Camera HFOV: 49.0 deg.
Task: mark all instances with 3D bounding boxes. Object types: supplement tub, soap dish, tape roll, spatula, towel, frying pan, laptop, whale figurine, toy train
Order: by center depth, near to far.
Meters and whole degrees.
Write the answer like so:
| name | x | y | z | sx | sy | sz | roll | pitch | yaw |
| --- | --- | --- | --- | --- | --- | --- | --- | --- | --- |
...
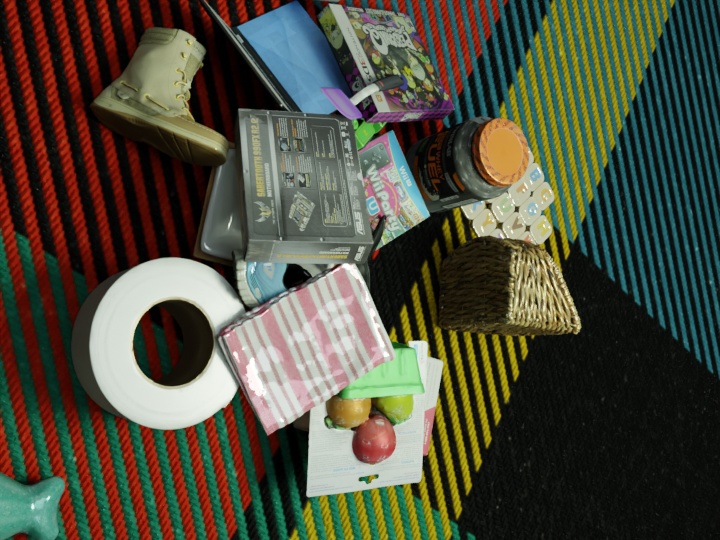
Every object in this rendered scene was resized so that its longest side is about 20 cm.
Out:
| name | x | y | z | sx | sy | sz | roll | pitch | yaw |
| --- | --- | --- | --- | --- | --- | --- | --- | --- | --- |
| whale figurine | -0.436 | 0.272 | 0.893 | 0.196 | 0.103 | 0.163 | 12 | 79 | -28 |
| towel | -0.063 | 0.094 | 0.983 | 0.197 | 0.030 | 0.149 | -29 | 103 | -12 |
| tape roll | -0.253 | 0.091 | 0.996 | 0.199 | 0.138 | 0.208 | 3 | 83 | -29 |
| soap dish | -0.115 | -0.075 | 1.079 | 0.195 | 0.081 | 0.161 | 14 | 96 | -8 |
| spatula | 0.012 | -0.246 | 1.089 | 0.057 | 0.021 | 0.199 | 49 | 41 | 5 |
| laptop | -0.101 | -0.310 | 1.105 | 0.115 | 0.200 | 0.188 | -39 | 82 | 5 |
| frying pan | -0.005 | -0.003 | 1.116 | 0.115 | 0.030 | 0.195 | 39 | 59 | -68 |
| toy train | 0.020 | -0.244 | 1.206 | 0.057 | 0.041 | 0.201 | 53 | 42 | -17 |
| supplement tub | 0.161 | -0.164 | 1.222 | 0.120 | 0.199 | 0.126 | 3 | 83 | -29 |

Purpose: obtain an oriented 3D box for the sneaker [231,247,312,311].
| name | x | y | z | sx | sy | sz | roll | pitch | yaw |
| --- | --- | --- | --- | --- | --- | --- | --- | --- | --- |
| sneaker | -0.100 | 0.039 | 1.031 | 0.088 | 0.201 | 0.080 | -16 | 55 | 2 |

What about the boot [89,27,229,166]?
| name | x | y | z | sx | sy | sz | roll | pitch | yaw |
| --- | --- | --- | --- | --- | --- | --- | --- | --- | --- |
| boot | -0.235 | -0.232 | 1.037 | 0.196 | 0.073 | 0.158 | 21 | 68 | 15 |

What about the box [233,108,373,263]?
| name | x | y | z | sx | sy | sz | roll | pitch | yaw |
| --- | --- | --- | --- | --- | --- | --- | --- | --- | --- |
| box | -0.075 | -0.107 | 0.990 | 0.154 | 0.049 | 0.204 | 0 | 60 | -17 |

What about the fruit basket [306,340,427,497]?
| name | x | y | z | sx | sy | sz | roll | pitch | yaw |
| --- | --- | --- | --- | --- | --- | --- | --- | --- | --- |
| fruit basket | 0.009 | 0.199 | 1.085 | 0.181 | 0.093 | 0.205 | 0 | 101 | -27 |

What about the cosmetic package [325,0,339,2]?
| name | x | y | z | sx | sy | sz | roll | pitch | yaw |
| --- | --- | --- | --- | --- | --- | --- | --- | --- | --- |
| cosmetic package | -0.082 | -0.520 | 1.130 | 0.164 | 0.165 | 0.205 | -7 | 85 | -29 |

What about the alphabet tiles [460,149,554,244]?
| name | x | y | z | sx | sy | sz | roll | pitch | yaw |
| --- | --- | --- | --- | --- | --- | --- | --- | --- | --- |
| alphabet tiles | 0.262 | -0.123 | 1.383 | 0.195 | 0.015 | 0.202 | -40 | 104 | -27 |

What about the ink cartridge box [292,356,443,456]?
| name | x | y | z | sx | sy | sz | roll | pitch | yaw |
| --- | --- | --- | --- | --- | --- | --- | --- | --- | --- |
| ink cartridge box | 0.012 | 0.182 | 1.171 | 0.196 | 0.082 | 0.150 | 18 | 77 | -27 |

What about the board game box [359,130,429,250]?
| name | x | y | z | sx | sy | sz | roll | pitch | yaw |
| --- | --- | --- | --- | --- | --- | --- | --- | --- | --- |
| board game box | -0.009 | -0.102 | 1.198 | 0.198 | 0.064 | 0.150 | -32 | 102 | -28 |

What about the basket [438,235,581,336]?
| name | x | y | z | sx | sy | sz | roll | pitch | yaw |
| --- | --- | --- | --- | --- | --- | --- | --- | --- | --- |
| basket | 0.234 | 0.025 | 1.247 | 0.146 | 0.199 | 0.147 | 8 | 80 | -26 |

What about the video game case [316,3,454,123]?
| name | x | y | z | sx | sy | sz | roll | pitch | yaw |
| --- | --- | --- | --- | --- | --- | --- | --- | --- | --- |
| video game case | 0.042 | -0.314 | 1.205 | 0.198 | 0.036 | 0.185 | -13 | 76 | -48 |
